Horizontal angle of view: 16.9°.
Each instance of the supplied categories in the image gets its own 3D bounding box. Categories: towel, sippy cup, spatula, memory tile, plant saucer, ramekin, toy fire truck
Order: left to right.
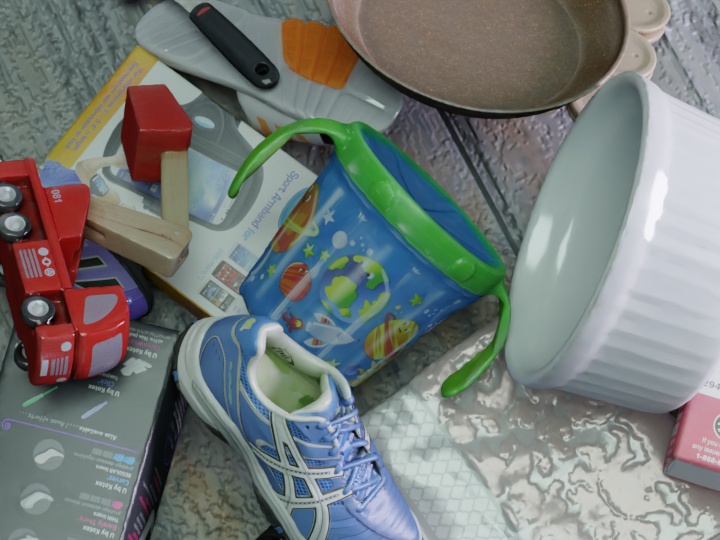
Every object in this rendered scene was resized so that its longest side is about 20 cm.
[{"bbox_3d":[-0.156,-0.023,1.476,0.140,0.049,0.201,-7,51,-20],"label":"toy fire truck"},{"bbox_3d":[-0.115,-0.177,1.608,0.056,0.021,0.200,-34,52,-17],"label":"spatula"},{"bbox_3d":[0.000,0.000,1.507,0.130,0.139,0.178,-46,66,11],"label":"sippy cup"},{"bbox_3d":[0.072,-0.161,1.552,0.198,0.037,0.202,6,48,-6],"label":"plant saucer"},{"bbox_3d":[0.100,-0.162,1.597,0.198,0.017,0.154,18,48,2],"label":"memory tile"},{"bbox_3d":[0.113,0.129,1.542,0.190,0.032,0.201,-33,77,-9],"label":"towel"},{"bbox_3d":[0.171,-0.011,1.476,0.097,0.200,0.202,19,74,-12],"label":"ramekin"}]

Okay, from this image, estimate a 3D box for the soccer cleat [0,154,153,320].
[{"bbox_3d":[-0.221,-0.018,1.538,0.200,0.068,0.073,39,59,-17],"label":"soccer cleat"}]

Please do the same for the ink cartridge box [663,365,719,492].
[{"bbox_3d":[0.283,0.046,1.494,0.144,0.085,0.202,16,79,7],"label":"ink cartridge box"}]

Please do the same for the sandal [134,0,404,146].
[{"bbox_3d":[-0.056,-0.127,1.608,0.206,0.059,0.079,23,57,28],"label":"sandal"}]

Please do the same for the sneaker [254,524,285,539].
[{"bbox_3d":[-0.057,0.207,1.493,0.073,0.082,0.200,39,76,13],"label":"sneaker"}]

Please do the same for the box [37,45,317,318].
[{"bbox_3d":[-0.104,-0.043,1.588,0.199,0.042,0.119,35,77,12],"label":"box"}]

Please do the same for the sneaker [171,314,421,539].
[{"bbox_3d":[-0.030,0.107,1.457,0.200,0.077,0.076,47,55,-17],"label":"sneaker"}]

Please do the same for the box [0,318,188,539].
[{"bbox_3d":[-0.180,0.133,1.493,0.105,0.122,0.202,13,73,4],"label":"box"}]
